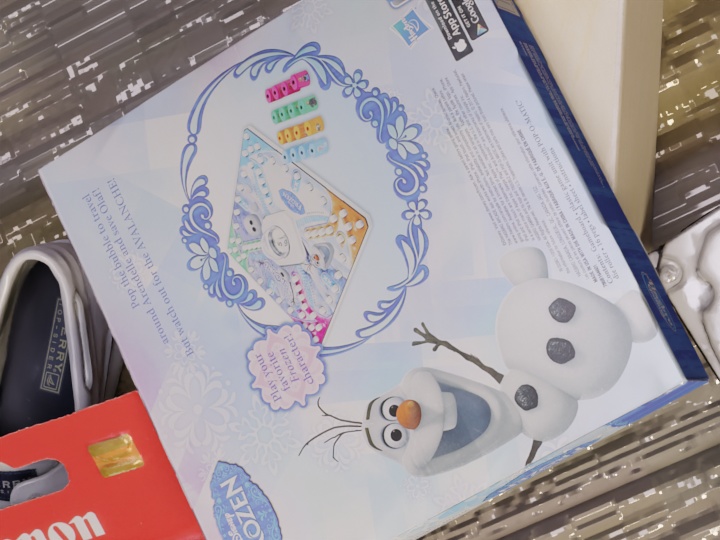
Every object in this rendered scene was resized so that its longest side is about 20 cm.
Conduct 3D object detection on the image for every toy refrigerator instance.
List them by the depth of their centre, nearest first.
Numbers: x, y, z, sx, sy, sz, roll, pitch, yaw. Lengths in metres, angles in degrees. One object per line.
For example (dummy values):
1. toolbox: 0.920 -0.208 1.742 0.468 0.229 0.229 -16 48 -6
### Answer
1. toy refrigerator: 0.079 -0.081 0.920 0.070 0.076 0.201 4 91 19

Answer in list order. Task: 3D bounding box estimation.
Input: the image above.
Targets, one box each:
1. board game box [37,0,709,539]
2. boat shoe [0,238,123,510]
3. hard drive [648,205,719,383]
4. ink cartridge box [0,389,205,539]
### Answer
1. board game box: 0.000 0.000 0.886 0.199 0.043 0.200 -30 77 19
2. boat shoe: -0.146 0.086 0.998 0.073 0.065 0.201 3 90 18
3. hard drive: 0.229 -0.001 0.890 0.200 0.038 0.140 -33 80 14
4. ink cartridge box: -0.118 0.164 0.955 0.160 0.050 0.200 -19 113 18
